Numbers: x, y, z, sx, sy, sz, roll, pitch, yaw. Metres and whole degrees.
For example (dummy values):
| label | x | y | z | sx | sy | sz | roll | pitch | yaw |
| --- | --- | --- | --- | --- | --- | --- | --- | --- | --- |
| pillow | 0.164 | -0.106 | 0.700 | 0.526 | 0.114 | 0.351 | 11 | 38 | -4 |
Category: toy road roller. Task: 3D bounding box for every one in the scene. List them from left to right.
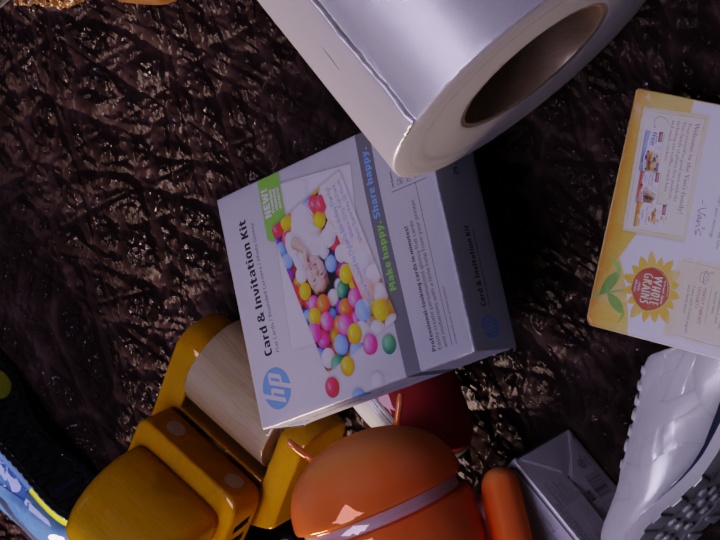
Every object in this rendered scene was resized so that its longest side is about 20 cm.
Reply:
| label | x | y | z | sx | sy | sz | roll | pitch | yaw |
| --- | --- | --- | --- | --- | --- | --- | --- | --- | --- |
| toy road roller | -0.113 | 0.143 | 1.961 | 0.123 | 0.146 | 0.200 | 40 | 130 | 22 |

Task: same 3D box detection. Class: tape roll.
| label | x | y | z | sx | sy | sz | roll | pitch | yaw |
| --- | --- | --- | --- | --- | --- | --- | --- | --- | --- |
| tape roll | 0.057 | -0.168 | 1.641 | 0.139 | 0.202 | 0.203 | 51 | 133 | 11 |

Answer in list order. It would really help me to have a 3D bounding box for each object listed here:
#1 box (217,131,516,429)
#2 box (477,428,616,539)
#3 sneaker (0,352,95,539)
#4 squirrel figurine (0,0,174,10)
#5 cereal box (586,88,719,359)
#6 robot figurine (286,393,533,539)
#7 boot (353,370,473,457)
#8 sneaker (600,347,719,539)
| label | x | y | z | sx | sy | sz | roll | pitch | yaw |
| --- | --- | --- | --- | --- | --- | --- | --- | --- | --- |
| box | 0.000 | 0.000 | 1.785 | 0.200 | 0.041 | 0.156 | -22 | 76 | 46 |
| box | 0.102 | 0.209 | 1.859 | 0.117 | 0.060 | 0.200 | 52 | 133 | 13 |
| sneaker | -0.271 | 0.134 | 2.155 | 0.200 | 0.066 | 0.078 | 51 | 137 | 13 |
| squirrel figurine | -0.204 | -0.215 | 1.860 | 0.200 | 0.186 | 0.142 | -17 | 97 | 44 |
| cereal box | 0.232 | -0.016 | 1.631 | 0.200 | 0.039 | 0.144 | 16 | 94 | 37 |
| robot figurine | 0.029 | 0.182 | 1.793 | 0.144 | 0.116 | 0.200 | -21 | 92 | 48 |
| boot | 0.040 | 0.015 | 1.827 | 0.144 | 0.072 | 0.200 | -35 | 80 | 43 |
| sneaker | 0.195 | 0.096 | 1.729 | 0.081 | 0.076 | 0.200 | 47 | 125 | 26 |
